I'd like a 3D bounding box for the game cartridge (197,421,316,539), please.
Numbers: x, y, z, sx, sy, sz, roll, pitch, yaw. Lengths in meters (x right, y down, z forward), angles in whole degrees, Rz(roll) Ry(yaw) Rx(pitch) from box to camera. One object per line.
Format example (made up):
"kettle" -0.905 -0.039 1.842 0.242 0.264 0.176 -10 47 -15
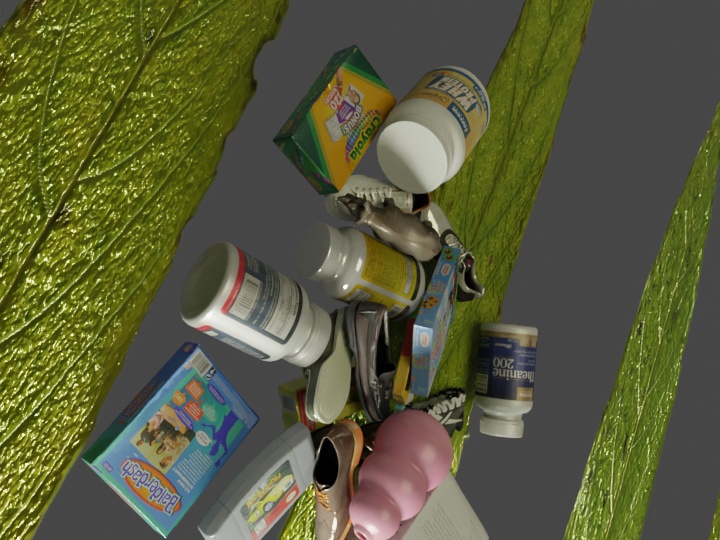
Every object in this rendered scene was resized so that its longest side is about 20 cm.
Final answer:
"game cartridge" -0.137 0.315 1.040 0.200 0.040 0.135 -44 143 -26

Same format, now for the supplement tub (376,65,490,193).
"supplement tub" 0.120 -0.230 1.200 0.147 0.142 0.201 61 40 -23

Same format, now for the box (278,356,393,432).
"box" -0.034 0.190 1.162 0.197 0.050 0.077 -14 101 -39

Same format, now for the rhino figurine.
"rhino figurine" 0.045 -0.073 1.135 0.197 0.088 0.060 24 111 -29

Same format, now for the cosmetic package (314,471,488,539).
"cosmetic package" 0.067 0.432 1.175 0.200 0.165 0.168 -46 118 -30

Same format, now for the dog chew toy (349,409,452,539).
"dog chew toy" 0.053 0.305 1.079 0.201 0.123 0.126 -52 121 -33

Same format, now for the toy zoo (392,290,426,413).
"toy zoo" 0.086 0.142 1.233 0.131 0.020 0.205 47 55 -73

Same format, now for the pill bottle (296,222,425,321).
"pill bottle" 0.000 0.000 1.148 0.197 0.111 0.115 24 76 -38

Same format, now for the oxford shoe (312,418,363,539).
"oxford shoe" -0.049 0.323 1.088 0.072 0.070 0.206 -10 109 -57

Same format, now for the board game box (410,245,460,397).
"board game box" 0.125 0.082 1.219 0.202 0.036 0.154 -62 158 -46

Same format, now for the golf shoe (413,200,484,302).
"golf shoe" 0.161 -0.038 1.303 0.077 0.087 0.203 -38 112 -31

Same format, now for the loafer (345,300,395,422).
"loafer" 0.025 0.142 1.117 0.072 0.061 0.205 -52 135 -60

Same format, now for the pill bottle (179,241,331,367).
"pill bottle" -0.140 0.057 1.026 0.198 0.118 0.122 33 70 -36

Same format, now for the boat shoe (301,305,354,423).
"boat shoe" -0.051 0.141 1.094 0.073 0.059 0.204 57 32 -35

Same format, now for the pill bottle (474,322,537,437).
"pill bottle" 0.272 0.204 1.383 0.109 0.110 0.206 8 85 -39

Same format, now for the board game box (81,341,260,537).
"board game box" -0.247 0.223 0.985 0.201 0.044 0.154 -50 120 -29

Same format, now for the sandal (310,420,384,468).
"sandal" 0.005 0.280 1.163 0.196 0.055 0.083 9 126 -32

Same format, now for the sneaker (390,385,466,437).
"sneaker" 0.118 0.272 1.282 0.197 0.066 0.093 -13 98 -41

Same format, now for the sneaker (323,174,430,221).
"sneaker" 0.034 -0.121 1.195 0.196 0.084 0.075 -9 98 -38

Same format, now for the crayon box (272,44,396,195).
"crayon box" -0.036 -0.234 1.149 0.119 0.058 0.202 46 63 -31
